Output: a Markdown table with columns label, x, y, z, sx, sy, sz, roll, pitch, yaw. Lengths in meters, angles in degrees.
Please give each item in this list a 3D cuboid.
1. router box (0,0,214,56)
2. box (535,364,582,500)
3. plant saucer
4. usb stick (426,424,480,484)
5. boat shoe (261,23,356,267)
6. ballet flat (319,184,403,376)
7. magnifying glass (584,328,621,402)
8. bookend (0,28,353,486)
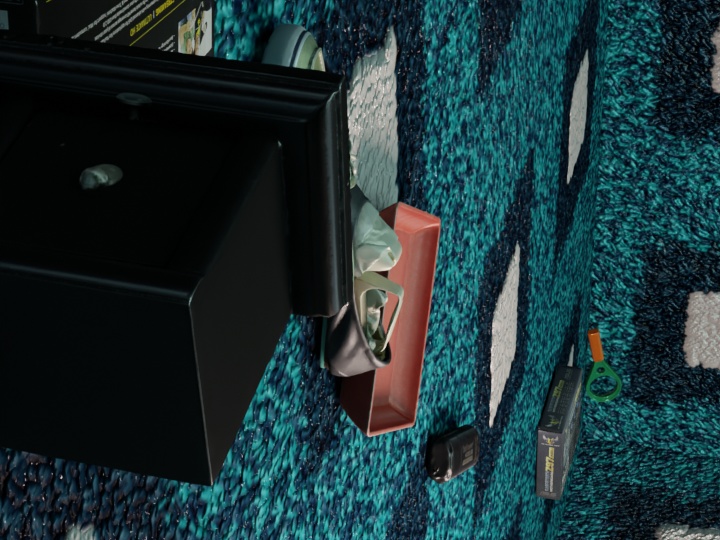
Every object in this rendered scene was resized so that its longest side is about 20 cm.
| label | x | y | z | sx | sy | sz | roll | pitch | yaw |
| --- | --- | --- | --- | --- | --- | --- | --- | --- | --- |
| router box | -0.121 | -0.122 | 0.717 | 0.200 | 0.051 | 0.150 | -58 | 154 | -59 |
| box | 0.361 | 0.292 | 2.897 | 0.200 | 0.051 | 0.158 | -63 | 157 | -52 |
| plant saucer | 0.026 | 0.043 | 1.435 | 0.200 | 0.037 | 0.201 | 10 | 86 | -76 |
| usb stick | 0.111 | 0.214 | 1.880 | 0.200 | 0.032 | 0.056 | 4 | 86 | -76 |
| boat shoe | -0.033 | -0.068 | 1.081 | 0.072 | 0.062 | 0.201 | -57 | 150 | -61 |
| ballet flat | 0.000 | 0.000 | 1.240 | 0.073 | 0.073 | 0.200 | -65 | 157 | -51 |
| magnifying glass | 0.524 | 0.209 | 3.498 | 0.022 | 0.079 | 0.200 | -96 | 171 | -52 |
| bookend | -0.124 | 0.020 | 0.469 | 0.200 | 0.198 | 0.092 | -66 | 161 | -47 |
